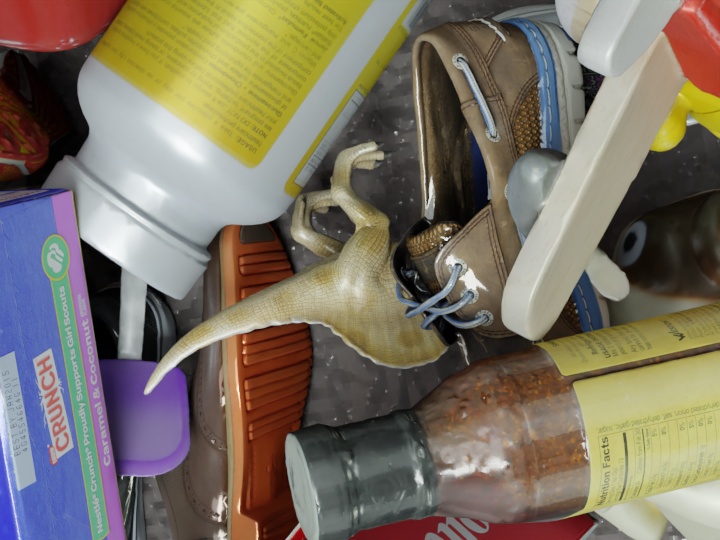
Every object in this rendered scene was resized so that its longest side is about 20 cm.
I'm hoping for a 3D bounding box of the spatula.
[{"bbox_3d":[-0.107,0.004,0.864,0.056,0.021,0.201,4,66,-11],"label":"spatula"}]

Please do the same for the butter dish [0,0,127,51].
[{"bbox_3d":[-0.157,-0.169,0.847,0.199,0.200,0.148,18,138,20],"label":"butter dish"}]

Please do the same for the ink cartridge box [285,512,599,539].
[{"bbox_3d":[0.015,0.140,0.766,0.084,0.200,0.176,42,117,11],"label":"ink cartridge box"}]

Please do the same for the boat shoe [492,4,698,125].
[{"bbox_3d":[0.133,-0.091,0.781,0.199,0.069,0.072,1,117,19],"label":"boat shoe"}]

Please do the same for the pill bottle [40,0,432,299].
[{"bbox_3d":[-0.055,-0.092,0.813,0.112,0.112,0.200,35,91,13],"label":"pill bottle"}]

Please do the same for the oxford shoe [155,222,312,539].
[{"bbox_3d":[-0.069,0.072,0.875,0.073,0.071,0.201,0,91,29],"label":"oxford shoe"}]

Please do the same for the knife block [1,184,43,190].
[{"bbox_3d":[-0.259,-0.008,0.934,0.175,0.064,0.200,39,106,11],"label":"knife block"}]

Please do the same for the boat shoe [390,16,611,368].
[{"bbox_3d":[0.050,-0.003,0.735,0.072,0.072,0.201,-22,70,59],"label":"boat shoe"}]

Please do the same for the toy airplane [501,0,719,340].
[{"bbox_3d":[0.116,-0.093,0.657,0.141,0.200,0.200,28,134,48],"label":"toy airplane"}]

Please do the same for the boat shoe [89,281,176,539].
[{"bbox_3d":[-0.138,0.105,0.901,0.070,0.066,0.201,19,100,16],"label":"boat shoe"}]

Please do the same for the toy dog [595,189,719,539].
[{"bbox_3d":[0.171,0.061,0.757,0.194,0.140,0.200,-32,83,0],"label":"toy dog"}]

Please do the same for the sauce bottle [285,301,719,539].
[{"bbox_3d":[0.073,0.055,0.652,0.199,0.066,0.066,-10,92,-12],"label":"sauce bottle"}]

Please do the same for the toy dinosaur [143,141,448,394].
[{"bbox_3d":[0.000,0.000,0.817,0.199,0.058,0.101,-4,61,-11],"label":"toy dinosaur"}]

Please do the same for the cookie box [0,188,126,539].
[{"bbox_3d":[-0.213,0.053,0.805,0.199,0.075,0.172,0,104,29],"label":"cookie box"}]

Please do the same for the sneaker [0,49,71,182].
[{"bbox_3d":[-0.184,-0.059,0.832,0.077,0.200,0.073,-35,90,3],"label":"sneaker"}]
